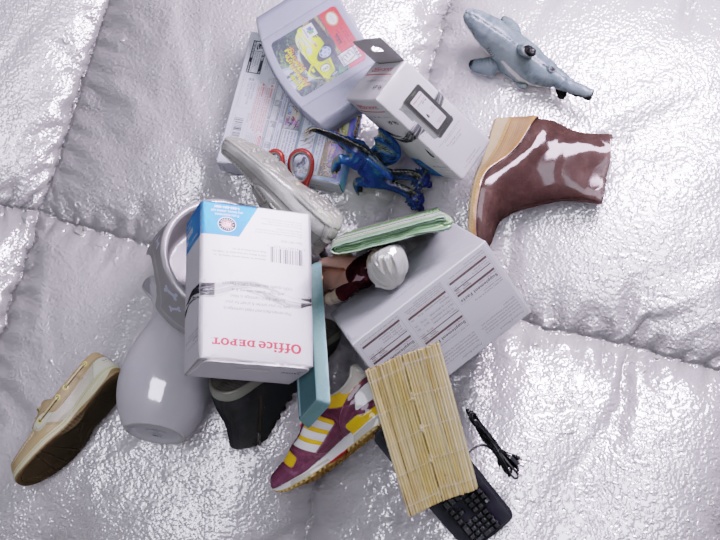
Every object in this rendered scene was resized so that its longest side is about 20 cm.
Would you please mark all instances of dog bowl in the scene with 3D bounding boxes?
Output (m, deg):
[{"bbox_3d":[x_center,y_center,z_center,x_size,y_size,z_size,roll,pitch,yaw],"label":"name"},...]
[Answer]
[{"bbox_3d":[-0.181,-0.005,1.496,0.198,0.059,0.202,12,56,-18],"label":"dog bowl"}]

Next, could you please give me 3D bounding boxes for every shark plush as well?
[{"bbox_3d":[0.219,-0.278,1.541,0.091,0.083,0.200,-41,72,-4],"label":"shark plush"}]

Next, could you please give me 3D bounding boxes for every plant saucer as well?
[{"bbox_3d":[-0.063,0.089,1.420,0.019,0.070,0.202,9,55,-23],"label":"plant saucer"}]

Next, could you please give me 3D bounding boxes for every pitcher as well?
[{"bbox_3d":[-0.224,0.121,1.494,0.169,0.122,0.202,7,64,5],"label":"pitcher"}]

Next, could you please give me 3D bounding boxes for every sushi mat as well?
[{"bbox_3d":[0.074,0.189,1.360,0.095,0.012,0.202,-18,107,-7],"label":"sushi mat"}]

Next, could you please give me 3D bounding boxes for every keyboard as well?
[{"bbox_3d":[0.120,0.236,1.401,0.127,0.021,0.201,-40,103,-3],"label":"keyboard"}]

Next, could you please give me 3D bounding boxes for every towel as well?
[{"bbox_3d":[0.038,-0.048,1.449,0.151,0.200,0.024,-14,95,2],"label":"towel"}]

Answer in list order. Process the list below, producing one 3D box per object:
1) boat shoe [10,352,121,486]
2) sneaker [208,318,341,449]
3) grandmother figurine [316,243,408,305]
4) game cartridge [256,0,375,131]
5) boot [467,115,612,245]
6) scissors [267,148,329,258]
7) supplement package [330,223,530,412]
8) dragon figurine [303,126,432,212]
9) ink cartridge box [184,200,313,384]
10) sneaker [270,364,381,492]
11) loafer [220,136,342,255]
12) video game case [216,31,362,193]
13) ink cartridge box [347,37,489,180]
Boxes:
[{"bbox_3d":[-0.394,0.196,1.526,0.200,0.074,0.066,-47,60,-7],"label":"boat shoe"},{"bbox_3d":[-0.106,0.143,1.495,0.199,0.107,0.075,-29,40,-27],"label":"sneaker"},{"bbox_3d":[0.000,0.000,1.439,0.061,0.199,0.122,44,69,-14],"label":"grandmother figurine"},{"bbox_3d":[-0.057,-0.292,1.570,0.132,0.041,0.201,-33,73,3],"label":"game cartridge"},{"bbox_3d":[0.233,-0.107,1.497,0.164,0.072,0.202,13,74,15],"label":"boot"},{"bbox_3d":[-0.080,-0.069,1.547,0.072,0.014,0.203,-12,94,12],"label":"scissors"},{"bbox_3d":[0.083,0.053,1.420,0.199,0.156,0.111,-37,106,-2],"label":"supplement package"},{"bbox_3d":[0.016,-0.147,1.508,0.099,0.200,0.059,-4,54,39],"label":"dragon figurine"},{"bbox_3d":[-0.138,0.029,1.402,0.143,0.084,0.203,7,68,-22],"label":"ink cartridge box"},{"bbox_3d":[-0.049,0.199,1.440,0.199,0.075,0.091,-38,76,20],"label":"sneaker"},{"bbox_3d":[-0.113,-0.100,1.509,0.200,0.070,0.070,41,109,13],"label":"loafer"},{"bbox_3d":[-0.088,-0.221,1.597,0.179,0.045,0.203,11,77,13],"label":"video game case"},{"bbox_3d":[0.060,-0.208,1.483,0.200,0.116,0.068,40,83,-20],"label":"ink cartridge box"}]
